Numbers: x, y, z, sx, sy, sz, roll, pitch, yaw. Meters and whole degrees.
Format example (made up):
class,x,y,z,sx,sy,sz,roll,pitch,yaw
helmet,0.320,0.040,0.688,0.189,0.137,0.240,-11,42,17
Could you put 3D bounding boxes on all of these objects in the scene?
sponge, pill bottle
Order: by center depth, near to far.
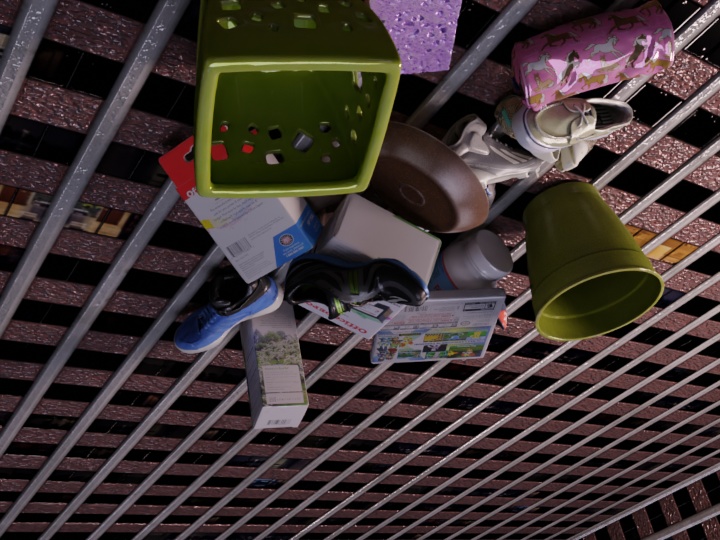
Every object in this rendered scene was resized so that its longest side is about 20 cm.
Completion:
class,x,y,z,sx,sy,sz,roll,pitch,yaw
sponge,0.059,-0.301,0.985,0.110,0.030,0.201,-8,147,-9
pill bottle,0.153,0.022,1.442,0.108,0.110,0.200,15,138,-37

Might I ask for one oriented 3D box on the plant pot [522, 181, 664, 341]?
class,x,y,z,sx,sy,sz,roll,pitch,yaw
plant pot,0.339,-0.025,1.360,0.198,0.195,0.201,-10,148,-6

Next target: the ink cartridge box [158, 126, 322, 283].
class,x,y,z,sx,sy,sz,roll,pitch,yaw
ink cartridge box,-0.153,-0.098,1.131,0.115,0.067,0.201,-27,109,24

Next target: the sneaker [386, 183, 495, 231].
class,x,y,z,sx,sy,sz,roll,pitch,yaw
sneaker,0.122,-0.083,1.303,0.111,0.074,0.200,18,135,-40

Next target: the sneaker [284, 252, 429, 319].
class,x,y,z,sx,sy,sz,roll,pitch,yaw
sneaker,-0.007,0.028,1.109,0.197,0.083,0.071,5,143,21

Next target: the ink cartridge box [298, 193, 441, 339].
class,x,y,z,sx,sy,sz,roll,pitch,yaw
ink cartridge box,0.000,0.000,1.219,0.144,0.085,0.200,27,147,-10

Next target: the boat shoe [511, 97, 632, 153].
class,x,y,z,sx,sy,sz,roll,pitch,yaw
boat shoe,0.280,-0.201,1.149,0.198,0.073,0.062,-16,178,-38

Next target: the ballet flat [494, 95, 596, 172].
class,x,y,z,sx,sy,sz,roll,pitch,yaw
ballet flat,0.263,-0.177,1.208,0.198,0.076,0.068,16,140,-38

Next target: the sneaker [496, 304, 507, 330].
class,x,y,z,sx,sy,sz,roll,pitch,yaw
sneaker,0.174,0.104,1.600,0.198,0.085,0.075,-22,147,14

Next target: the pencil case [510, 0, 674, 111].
class,x,y,z,sx,sy,sz,roll,pitch,yaw
pencil case,0.286,-0.264,1.078,0.198,0.084,0.087,-17,156,4

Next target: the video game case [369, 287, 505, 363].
class,x,y,z,sx,sy,sz,roll,pitch,yaw
video game case,0.121,0.091,1.419,0.197,0.022,0.183,-2,143,-8

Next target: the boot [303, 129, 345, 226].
class,x,y,z,sx,sy,sz,roll,pitch,yaw
boot,-0.092,-0.118,1.182,0.144,0.071,0.201,0,139,-4

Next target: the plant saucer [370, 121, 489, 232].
class,x,y,z,sx,sy,sz,roll,pitch,yaw
plant saucer,0.075,-0.112,1.155,0.199,0.037,0.201,30,158,14

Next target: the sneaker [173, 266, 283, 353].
class,x,y,z,sx,sy,sz,roll,pitch,yaw
sneaker,-0.229,0.058,1.383,0.198,0.077,0.111,-25,152,10

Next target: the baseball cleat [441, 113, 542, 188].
class,x,y,z,sx,sy,sz,roll,pitch,yaw
baseball cleat,0.184,-0.166,1.202,0.069,0.108,0.199,-6,-169,43

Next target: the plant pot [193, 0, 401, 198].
class,x,y,z,sx,sy,sz,roll,pitch,yaw
plant pot,-0.083,-0.210,0.929,0.196,0.183,0.201,-3,147,-15

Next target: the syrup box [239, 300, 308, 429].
class,x,y,z,sx,sy,sz,roll,pitch,yaw
syrup box,-0.145,0.152,1.445,0.078,0.202,0.082,1,144,-20
